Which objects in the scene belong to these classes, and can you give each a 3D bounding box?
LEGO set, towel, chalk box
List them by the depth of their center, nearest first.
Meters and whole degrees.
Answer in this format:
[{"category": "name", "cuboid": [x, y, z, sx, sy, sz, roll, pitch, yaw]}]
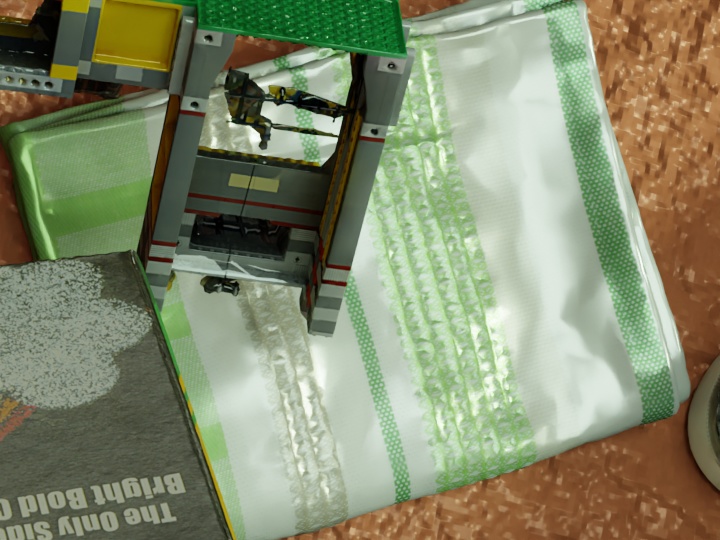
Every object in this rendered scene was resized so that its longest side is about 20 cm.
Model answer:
[{"category": "chalk box", "cuboid": [-0.095, 0.109, 0.699, 0.124, 0.124, 0.200, -6, 42, -14]}, {"category": "LEGO set", "cuboid": [-0.073, -0.056, 0.801, 0.199, 0.116, 0.154, 3, 37, -17]}, {"category": "towel", "cuboid": [0.000, 0.000, 0.867, 0.200, 0.031, 0.150, -16, 87, -23]}]

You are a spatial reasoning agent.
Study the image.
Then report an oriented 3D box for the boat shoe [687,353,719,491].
[{"category": "boat shoe", "cuboid": [0.185, -0.005, 0.924, 0.074, 0.060, 0.200, 47, 69, -8]}]
